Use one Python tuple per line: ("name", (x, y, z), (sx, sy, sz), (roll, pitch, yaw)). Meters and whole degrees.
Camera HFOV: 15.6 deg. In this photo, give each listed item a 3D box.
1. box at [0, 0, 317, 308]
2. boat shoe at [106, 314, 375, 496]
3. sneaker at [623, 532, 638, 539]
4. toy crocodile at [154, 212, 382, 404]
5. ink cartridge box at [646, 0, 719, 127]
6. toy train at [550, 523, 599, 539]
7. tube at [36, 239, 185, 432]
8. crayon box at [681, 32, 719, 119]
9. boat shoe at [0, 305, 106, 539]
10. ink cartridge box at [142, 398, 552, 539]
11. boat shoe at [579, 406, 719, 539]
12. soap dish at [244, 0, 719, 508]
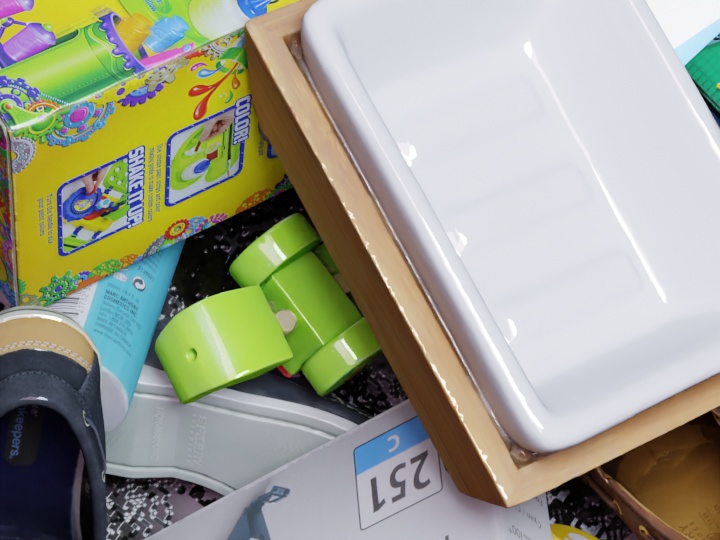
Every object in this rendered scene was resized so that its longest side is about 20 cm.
("box", (-0.102, -0.124, 1.049), (0.192, 0.122, 0.200), (-26, 61, -21))
("boat shoe", (-0.045, 0.062, 1.104), (0.199, 0.076, 0.060), (22, 38, -2))
("sneaker", (0.152, 0.138, 1.074), (0.200, 0.071, 0.080), (-42, 40, -6))
("toy crocodile", (0.000, 0.000, 1.089), (0.200, 0.062, 0.068), (-35, 85, -39))
("ink cartridge box", (0.132, -0.156, 1.103), (0.125, 0.129, 0.201), (-32, 83, -4))
("toy train", (0.059, 0.192, 1.040), (0.150, 0.056, 0.201), (-28, 78, 25))
("tube", (-0.100, -0.024, 1.091), (0.077, 0.051, 0.201), (14, 48, -2))
("crayon box", (0.230, -0.046, 1.029), (0.119, 0.058, 0.200), (-42, 124, 6))
("boat shoe", (-0.131, 0.113, 1.011), (0.074, 0.062, 0.201), (3, 117, -10))
("ink cartridge box", (-0.014, 0.155, 1.012), (0.199, 0.045, 0.177), (-30, 45, 25))
("boat shoe", (0.120, 0.066, 1.059), (0.072, 0.068, 0.200), (-32, 47, -1))
("soap dish", (0.060, -0.023, 0.983), (0.157, 0.081, 0.201), (-23, 79, -30))
